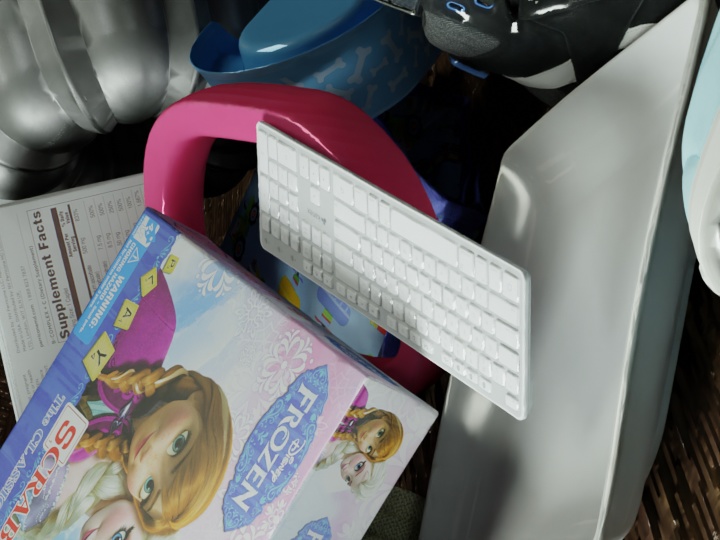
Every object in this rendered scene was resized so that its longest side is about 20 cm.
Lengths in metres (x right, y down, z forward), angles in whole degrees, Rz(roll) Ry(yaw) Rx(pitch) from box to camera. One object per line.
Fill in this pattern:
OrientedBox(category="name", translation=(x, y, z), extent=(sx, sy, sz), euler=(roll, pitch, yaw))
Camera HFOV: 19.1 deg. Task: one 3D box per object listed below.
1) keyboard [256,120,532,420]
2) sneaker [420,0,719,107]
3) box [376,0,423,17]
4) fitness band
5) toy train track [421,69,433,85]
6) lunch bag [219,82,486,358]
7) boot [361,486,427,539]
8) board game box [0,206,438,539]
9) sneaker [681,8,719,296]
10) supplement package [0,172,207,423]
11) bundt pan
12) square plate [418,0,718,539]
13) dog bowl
OrientedBox(category="keyboard", translation=(0.008, -0.005, 0.812), extent=(0.200, 0.011, 0.056), euler=(32, 135, 54))
OrientedBox(category="sneaker", translation=(0.082, -0.115, 0.795), extent=(0.200, 0.112, 0.073), euler=(135, 151, -64))
OrientedBox(category="box", translation=(0.074, -0.202, 0.929), extent=(0.158, 0.051, 0.200), euler=(-3, -63, -64))
OrientedBox(category="fitness band", translation=(-0.032, -0.010, 0.934), extent=(0.200, 0.037, 0.144), euler=(11, 120, 54))
OrientedBox(category="toy train track", translation=(0.014, -0.071, 1.172), extent=(0.115, 0.032, 0.201), euler=(25, -98, -64))
OrientedBox(category="lunch bag", translation=(0.000, 0.000, 1.039), extent=(0.151, 0.094, 0.200), euler=(-64, 18, 20))
OrientedBox(category="boot", translation=(-0.032, 0.170, 0.933), extent=(0.200, 0.072, 0.155), euler=(-26, 45, 66))
OrientedBox(category="board game box", translation=(-0.083, 0.096, 0.871), extent=(0.200, 0.041, 0.199), euler=(-59, 37, 2))
OrientedBox(category="sneaker", translation=(0.138, -0.090, 0.600), extent=(0.082, 0.074, 0.200), euler=(-100, 33, -61))
OrientedBox(category="supplement package", translation=(-0.126, 0.053, 1.107), extent=(0.200, 0.111, 0.156), euler=(115, 141, -77))
OrientedBox(category="bundt pan", translation=(-0.124, -0.083, 1.109), extent=(0.202, 0.201, 0.076), euler=(-54, 48, 52))
OrientedBox(category="square plate", translation=(0.076, 0.021, 0.781), extent=(0.200, 0.028, 0.199), euler=(140, 145, -69))
OrientedBox(category="dog bowl", translation=(-0.001, -0.126, 1.030), extent=(0.111, 0.050, 0.200), euler=(-7, 30, 33))
